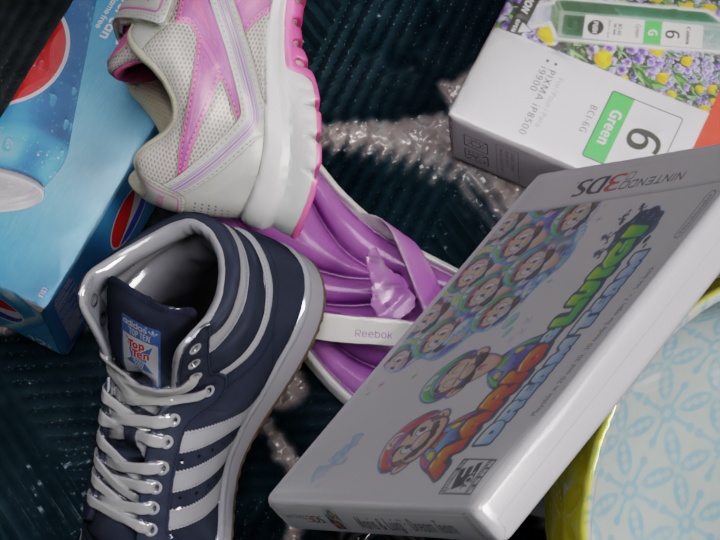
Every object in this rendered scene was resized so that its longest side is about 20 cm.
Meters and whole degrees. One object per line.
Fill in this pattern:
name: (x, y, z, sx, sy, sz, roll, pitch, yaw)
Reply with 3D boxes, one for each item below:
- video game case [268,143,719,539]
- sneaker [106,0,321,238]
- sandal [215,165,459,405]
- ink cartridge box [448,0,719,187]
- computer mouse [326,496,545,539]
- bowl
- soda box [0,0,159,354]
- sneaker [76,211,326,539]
video game case: (0.066, 0.028, 1.095, 0.024, 0.182, 0.200, 47, 68, -17)
sneaker: (-0.066, -0.113, 1.174, 0.088, 0.081, 0.200, -1, 73, -8)
sandal: (-0.005, 0.006, 1.207, 0.203, 0.050, 0.082, 39, 78, 15)
ink cartridge box: (0.152, -0.068, 1.225, 0.200, 0.050, 0.109, 23, 72, 13)
computer mouse: (0.077, 0.064, 1.165, 0.110, 0.044, 0.200, 36, 72, -16)
bowl: (0.150, 0.094, 1.120, 0.200, 0.108, 0.200, -2, 95, -27)
soda box: (-0.118, -0.068, 1.236, 0.068, 0.064, 0.200, 25, 72, 13)
sneaker: (-0.089, 0.069, 1.141, 0.070, 0.108, 0.200, 21, 83, 26)
